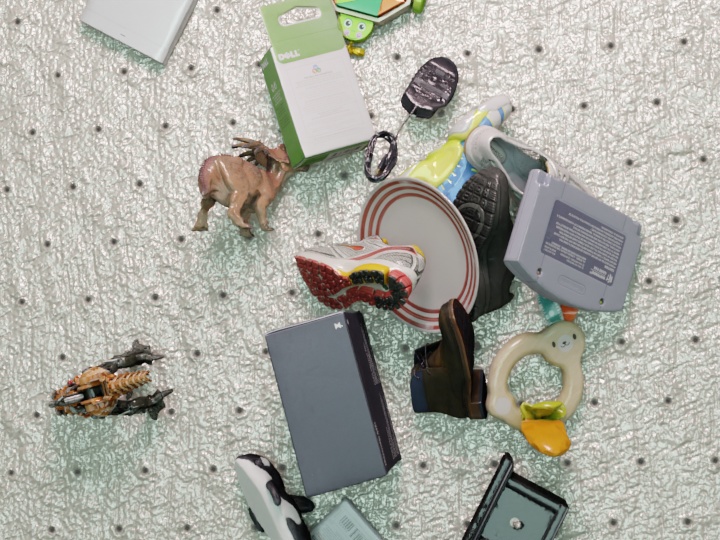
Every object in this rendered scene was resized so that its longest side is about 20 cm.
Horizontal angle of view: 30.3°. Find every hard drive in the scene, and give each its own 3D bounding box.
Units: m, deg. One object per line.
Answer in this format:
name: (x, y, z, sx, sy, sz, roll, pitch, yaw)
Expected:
hard drive: (-0.272, -0.392, 1.763, 0.131, 0.026, 0.202, 27, 91, 7)

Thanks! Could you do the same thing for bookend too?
bookend: (0.220, 0.363, 1.638, 0.198, 0.092, 0.201, 28, 91, 6)

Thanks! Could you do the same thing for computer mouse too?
computer mouse: (0.063, -0.190, 1.686, 0.058, 0.034, 0.201, 32, 72, 10)

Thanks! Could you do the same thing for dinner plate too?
dinner plate: (0.075, -0.020, 1.655, 0.199, 0.024, 0.203, 19, 119, 39)

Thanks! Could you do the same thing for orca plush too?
orca plush: (-0.082, 0.308, 1.682, 0.070, 0.106, 0.200, -22, 49, -29)

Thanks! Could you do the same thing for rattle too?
rattle: (0.236, 0.109, 1.623, 0.129, 0.143, 0.202, 30, 92, 6)

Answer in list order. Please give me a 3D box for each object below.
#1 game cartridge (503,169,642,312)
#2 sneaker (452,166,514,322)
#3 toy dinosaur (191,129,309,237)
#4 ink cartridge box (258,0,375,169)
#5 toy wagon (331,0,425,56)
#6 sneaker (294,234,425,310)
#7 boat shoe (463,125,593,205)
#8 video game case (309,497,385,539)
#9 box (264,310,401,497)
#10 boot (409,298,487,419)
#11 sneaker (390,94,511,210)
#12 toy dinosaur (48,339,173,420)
game cartridge: (0.259, -0.026, 1.616, 0.199, 0.041, 0.135, 23, 78, -36)
sneaker: (0.161, -0.037, 1.646, 0.090, 0.076, 0.202, -14, 125, -31)
toy dinosaur: (-0.154, -0.116, 1.677, 0.085, 0.199, 0.138, -5, 85, 36)
ink cartridge box: (-0.063, -0.242, 1.696, 0.103, 0.059, 0.203, -17, 86, -21)
toy wagon: (0.013, -0.378, 1.721, 0.153, 0.040, 0.203, 16, 89, 7)
sneaker: (0.000, 0.000, 1.668, 0.198, 0.082, 0.079, 8, 132, 40)
boat shoe: (0.218, -0.110, 1.638, 0.198, 0.069, 0.072, 28, 89, -21)
video game case: (-0.017, 0.427, 1.699, 0.182, 0.022, 0.200, -43, 84, 3)
box: (-0.031, 0.158, 1.632, 0.103, 0.182, 0.203, -16, 85, 6)
boot: (0.096, 0.116, 1.631, 0.095, 0.202, 0.075, -4, 43, 14)
sneaker: (0.134, -0.126, 1.683, 0.200, 0.076, 0.105, -42, 87, 11)
toy dinosaur: (-0.317, 0.156, 1.685, 0.199, 0.135, 0.104, 13, 108, 48)
